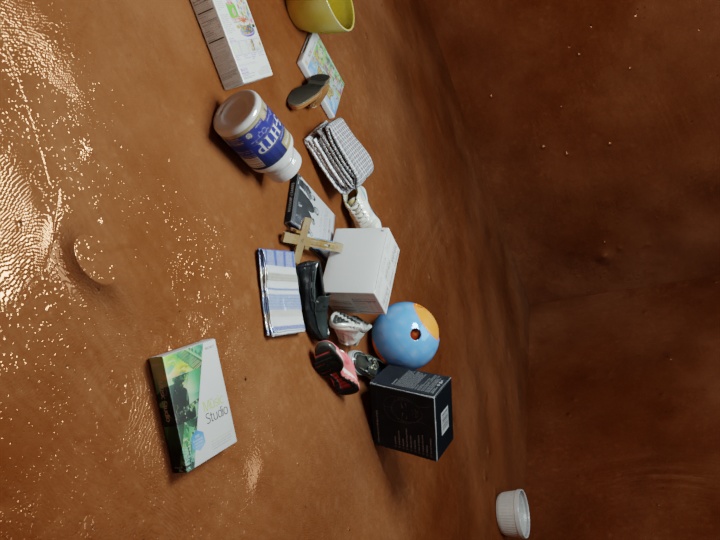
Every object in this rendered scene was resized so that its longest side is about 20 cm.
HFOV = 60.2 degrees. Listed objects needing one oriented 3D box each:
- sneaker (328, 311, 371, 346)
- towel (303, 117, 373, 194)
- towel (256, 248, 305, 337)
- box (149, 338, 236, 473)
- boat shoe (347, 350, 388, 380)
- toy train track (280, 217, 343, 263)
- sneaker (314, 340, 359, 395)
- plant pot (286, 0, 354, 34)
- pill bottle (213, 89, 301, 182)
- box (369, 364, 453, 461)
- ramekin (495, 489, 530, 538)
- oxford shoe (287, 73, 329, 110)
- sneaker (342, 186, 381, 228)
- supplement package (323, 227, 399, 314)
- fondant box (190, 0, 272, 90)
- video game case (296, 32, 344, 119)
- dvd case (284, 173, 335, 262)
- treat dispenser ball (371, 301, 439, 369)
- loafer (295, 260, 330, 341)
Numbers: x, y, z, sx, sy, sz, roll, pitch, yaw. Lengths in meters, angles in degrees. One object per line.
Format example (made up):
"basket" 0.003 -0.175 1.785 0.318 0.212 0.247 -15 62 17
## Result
"sneaker" -0.033 0.158 1.620 0.081 0.075 0.200 -60 156 2
"towel" -0.051 -0.330 1.747 0.200 0.085 0.166 56 30 -14
"towel" -0.179 0.050 1.421 0.147 0.024 0.201 5 75 -63
"box" -0.291 0.233 1.095 0.144 0.036 0.201 -17 94 -66
"boat shoe" 0.025 0.265 1.734 0.200 0.056 0.069 36 48 -56
"toy train track" -0.123 -0.072 1.550 0.199 0.032 0.115 9 101 -46
"sneaker" -0.064 0.231 1.566 0.087 0.073 0.201 -94 162 -48
"plant pot" -0.124 -0.752 1.749 0.200 0.141 0.201 39 45 -54
"pill bottle" -0.219 -0.288 1.373 0.200 0.119 0.120 46 40 -50
"box" 0.142 0.387 1.703 0.124 0.196 0.201 -32 123 -54
"ramekin" 0.663 1.060 2.705 0.200 0.105 0.201 36 49 -56
"oxford shoe" -0.135 -0.472 1.699 0.200 0.071 0.072 -52 153 -48
"sneaker" -0.003 -0.172 1.819 0.081 0.076 0.201 22 40 -59
"supplement package" 0.000 0.000 1.636 0.111 0.155 0.201 60 37 -52
"fondant box" -0.287 -0.523 1.403 0.144 0.058 0.201 -50 126 -60
"video game case" -0.113 -0.583 1.841 0.200 0.022 0.183 57 33 -40
"dvd case" -0.127 -0.134 1.618 0.200 0.025 0.151 47 39 -50
"treat dispenser ball" 0.132 0.193 1.821 0.201 0.200 0.202 38 47 -55
"loafer" -0.106 0.074 1.516 0.068 0.070 0.202 -25 103 -65
